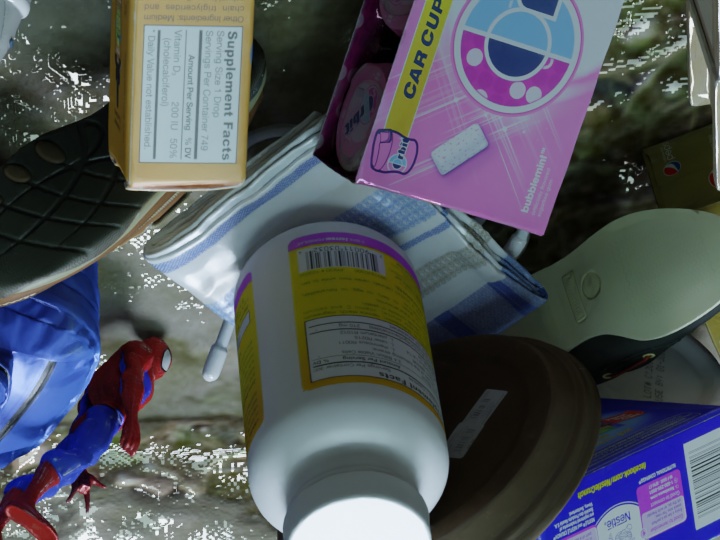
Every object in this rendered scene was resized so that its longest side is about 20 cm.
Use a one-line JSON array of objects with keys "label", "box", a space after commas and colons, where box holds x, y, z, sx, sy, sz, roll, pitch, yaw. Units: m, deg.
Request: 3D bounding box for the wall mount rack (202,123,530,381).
[{"label": "wall mount rack", "box": [0.000, 0.000, 1.517, 0.199, 0.075, 0.174, 19, 130, -26]}]

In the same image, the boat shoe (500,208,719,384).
[{"label": "boat shoe", "box": [0.152, 0.018, 1.510, 0.063, 0.074, 0.201, 9, 153, -43]}]

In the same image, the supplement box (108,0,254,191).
[{"label": "supplement box", "box": [-0.088, -0.143, 1.306, 0.068, 0.067, 0.201, 2, 107, -14]}]

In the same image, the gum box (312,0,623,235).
[{"label": "gum box", "box": [0.066, -0.132, 1.349, 0.113, 0.066, 0.201, 15, 98, -25]}]

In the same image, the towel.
[{"label": "towel", "box": [-0.006, 0.001, 1.456, 0.147, 0.024, 0.200, -35, 130, 21]}]

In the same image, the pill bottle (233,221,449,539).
[{"label": "pill bottle", "box": [-0.010, 0.073, 1.363, 0.104, 0.200, 0.105, -3, 130, -4]}]

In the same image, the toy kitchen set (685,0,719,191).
[{"label": "toy kitchen set", "box": [0.274, -0.112, 1.299, 0.199, 0.164, 0.181, -9, 135, -1]}]

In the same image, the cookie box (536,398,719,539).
[{"label": "cookie box", "box": [0.088, 0.128, 1.501, 0.171, 0.199, 0.076, -20, 104, -41]}]

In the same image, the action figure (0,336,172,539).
[{"label": "action figure", "box": [-0.154, 0.098, 1.508, 0.052, 0.200, 0.065, 39, 129, -8]}]

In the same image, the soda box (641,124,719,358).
[{"label": "soda box", "box": [0.231, 0.002, 1.571, 0.067, 0.064, 0.200, -20, 134, 10]}]

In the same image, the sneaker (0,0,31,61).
[{"label": "sneaker", "box": [-0.262, -0.138, 1.290, 0.199, 0.082, 0.075, 13, 168, -1]}]

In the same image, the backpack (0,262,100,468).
[{"label": "backpack", "box": [-0.245, 0.035, 1.440, 0.199, 0.168, 0.162, 19, 135, -32]}]

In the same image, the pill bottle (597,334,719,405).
[{"label": "pill bottle", "box": [0.149, 0.131, 1.651, 0.108, 0.109, 0.201, 6, 133, -16]}]

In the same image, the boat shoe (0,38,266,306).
[{"label": "boat shoe", "box": [-0.125, -0.047, 1.400, 0.200, 0.076, 0.074, -40, 158, -17]}]

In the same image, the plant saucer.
[{"label": "plant saucer", "box": [0.036, 0.103, 1.415, 0.199, 0.200, 0.030, -26, 120, 15]}]
